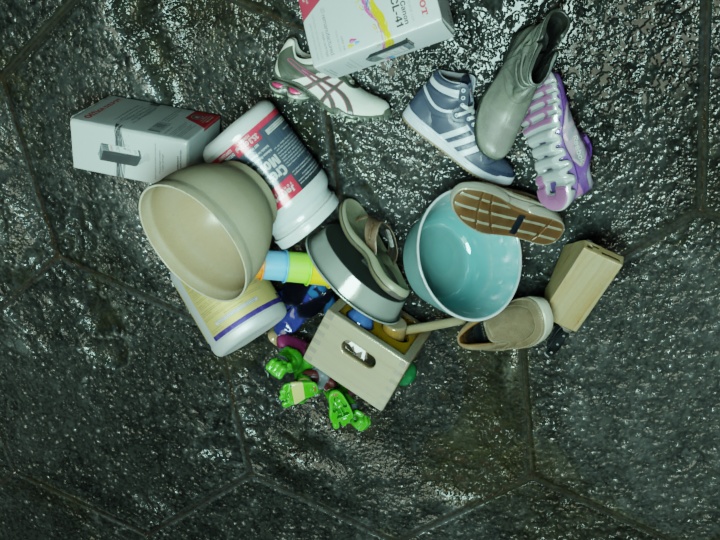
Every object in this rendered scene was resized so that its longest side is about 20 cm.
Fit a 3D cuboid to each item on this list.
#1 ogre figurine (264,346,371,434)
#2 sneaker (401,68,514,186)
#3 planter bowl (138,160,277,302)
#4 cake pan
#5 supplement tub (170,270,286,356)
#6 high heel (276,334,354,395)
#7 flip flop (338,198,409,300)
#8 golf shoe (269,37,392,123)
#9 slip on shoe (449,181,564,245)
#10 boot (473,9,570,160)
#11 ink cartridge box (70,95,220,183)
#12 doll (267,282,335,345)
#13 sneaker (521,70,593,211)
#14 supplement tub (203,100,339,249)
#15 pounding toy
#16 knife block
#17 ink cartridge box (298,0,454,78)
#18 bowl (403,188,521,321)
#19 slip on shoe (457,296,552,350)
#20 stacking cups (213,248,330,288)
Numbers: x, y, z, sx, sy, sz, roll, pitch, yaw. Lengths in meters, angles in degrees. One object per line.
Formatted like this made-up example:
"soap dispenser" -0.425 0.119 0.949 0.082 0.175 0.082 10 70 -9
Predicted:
"ogre figurine" -0.073 0.190 1.367 0.196 0.120 0.100 15 105 -13
"sneaker" 0.168 -0.219 1.226 0.198 0.070 0.109 35 120 -1
"planter bowl" -0.206 -0.076 1.196 0.198 0.135 0.203 24 139 22
"cake pan" 0.000 0.000 1.300 0.200 0.201 0.037 41 110 -8
"supplement tub" -0.230 0.024 1.377 0.144 0.145 0.202 -33 85 25
"high heel" -0.055 0.157 1.448 0.095 0.068 0.199 -30 130 33
"flip flop" 0.030 -0.042 1.296 0.080 0.202 0.058 15 126 -45
"golf shoe" -0.041 -0.284 1.244 0.196 0.077 0.090 19 111 3
"slip on shoe" 0.219 -0.096 1.237 0.196 0.061 0.077 12 130 -20
"boot" 0.219 -0.255 1.125 0.067 0.131 0.204 19 93 -7
"ink cartridge box" -0.342 -0.208 1.312 0.196 0.145 0.085 12 118 8
"doll" -0.098 0.053 1.432 0.136 0.049 0.199 44 120 -12
"sneaker" 0.298 -0.194 1.208 0.080 0.087 0.204 -3 100 62
"supplement tub" -0.140 -0.151 1.293 0.139 0.141 0.201 -33 104 25
"pounding toy" 0.046 0.112 1.361 0.198 0.184 0.144 32 114 8
"knife block" 0.321 0.050 1.263 0.063 0.200 0.178 22 89 1
"ink cartridge box" 0.018 -0.377 1.153 0.197 0.085 0.151 -15 86 21
"bowl" 0.144 -0.020 1.277 0.202 0.201 0.104 54 154 -14
"slip on shoe" 0.226 0.090 1.299 0.199 0.060 0.078 -19 84 62
"stacking cups" -0.141 -0.009 1.318 0.196 0.061 0.061 5 119 -16
